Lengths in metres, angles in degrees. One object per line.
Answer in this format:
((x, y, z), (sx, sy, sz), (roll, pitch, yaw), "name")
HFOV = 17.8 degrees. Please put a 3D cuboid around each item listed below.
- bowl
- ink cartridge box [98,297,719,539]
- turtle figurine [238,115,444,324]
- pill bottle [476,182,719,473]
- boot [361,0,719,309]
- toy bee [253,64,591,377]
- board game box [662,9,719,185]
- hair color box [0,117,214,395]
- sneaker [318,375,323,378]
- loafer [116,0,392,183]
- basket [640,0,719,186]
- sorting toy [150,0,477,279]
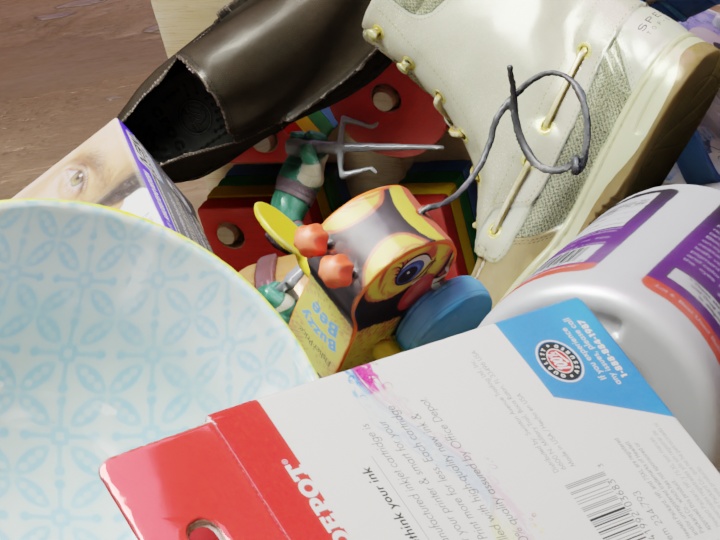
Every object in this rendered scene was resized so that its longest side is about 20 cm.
((-0.115, 0.086, 0.840), (0.199, 0.201, 0.108), (-17, -25, -30), "bowl")
((0.019, 0.094, 0.766), (0.199, 0.067, 0.116), (-16, 54, -29), "ink cartridge box")
((-0.044, 0.008, 1.138), (0.199, 0.101, 0.150), (-16, 28, 6), "turtle figurine")
((0.126, 0.028, 0.961), (0.111, 0.112, 0.200), (0, 17, 26), "pill bottle")
((0.057, -0.060, 1.063), (0.154, 0.201, 0.072), (40, 22, 20), "boot")
((0.000, 0.000, 0.974), (0.131, 0.201, 0.108), (29, 26, 36), "toy bee")
((0.201, -0.088, 1.188), (0.199, 0.026, 0.200), (22, 34, -1), "board game box")
((-0.152, 0.037, 0.953), (0.200, 0.065, 0.109), (-36, 33, 3), "hair color box")
((-0.070, 0.067, 0.997), (0.199, 0.078, 0.082), (0, 11, 23), "sneaker")
((-0.050, -0.097, 1.134), (0.200, 0.073, 0.071), (-38, 0, 31), "loafer")
((0.172, -0.139, 1.113), (0.139, 0.201, 0.176), (-23, 1, 41), "basket")
((-0.011, -0.065, 1.226), (0.199, 0.200, 0.070), (0, 32, 26), "sorting toy")
